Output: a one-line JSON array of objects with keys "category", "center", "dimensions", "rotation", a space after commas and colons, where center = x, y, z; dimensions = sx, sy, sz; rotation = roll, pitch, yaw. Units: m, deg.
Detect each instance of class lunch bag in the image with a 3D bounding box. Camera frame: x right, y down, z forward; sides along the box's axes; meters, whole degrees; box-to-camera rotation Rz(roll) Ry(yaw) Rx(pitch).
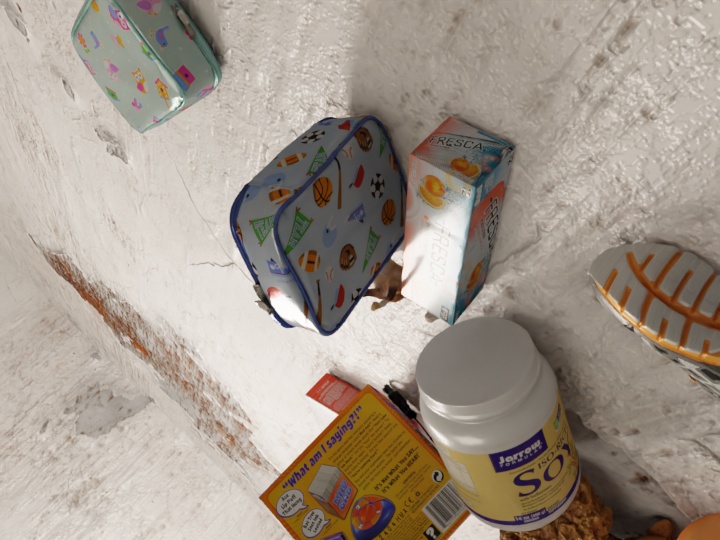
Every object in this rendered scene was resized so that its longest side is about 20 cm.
[{"category": "lunch bag", "center": [-0.254, -0.255, 0.762], "dimensions": [0.200, 0.077, 0.161], "rotation": [-4, 123, 55]}, {"category": "lunch bag", "center": [-0.030, -0.040, 0.616], "dimensions": [0.075, 0.200, 0.161], "rotation": [9, 135, 36]}]

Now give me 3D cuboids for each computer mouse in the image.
[{"category": "computer mouse", "center": [0.110, 0.237, 0.974], "dimensions": [0.200, 0.034, 0.059], "rotation": [44, 174, 14]}]

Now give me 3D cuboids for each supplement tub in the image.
[{"category": "supplement tub", "center": [0.148, 0.164, 0.702], "dimensions": [0.145, 0.145, 0.200], "rotation": [13, 138, 45]}]

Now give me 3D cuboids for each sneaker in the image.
[{"category": "sneaker", "center": [0.259, 0.053, 0.490], "dimensions": [0.200, 0.078, 0.077], "rotation": [36, 159, 20]}]

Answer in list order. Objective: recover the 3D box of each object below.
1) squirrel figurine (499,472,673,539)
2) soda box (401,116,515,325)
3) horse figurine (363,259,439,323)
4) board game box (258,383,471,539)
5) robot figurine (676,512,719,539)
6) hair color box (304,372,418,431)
[{"category": "squirrel figurine", "center": [0.275, 0.336, 0.774], "dimensions": [0.200, 0.142, 0.187], "rotation": [47, 145, -8]}, {"category": "soda box", "center": [0.085, -0.039, 0.609], "dimensions": [0.068, 0.064, 0.200], "rotation": [32, 150, 23]}, {"category": "horse figurine", "center": [0.000, 0.000, 0.738], "dimensions": [0.200, 0.132, 0.050], "rotation": [33, 120, 31]}, {"category": "board game box", "center": [0.025, 0.305, 0.883], "dimensions": [0.200, 0.200, 0.200], "rotation": [43, 175, 19]}, {"category": "robot figurine", "center": [0.372, 0.319, 0.636], "dimensions": [0.144, 0.117, 0.200], "rotation": [4, 131, 50]}, {"category": "hair color box", "center": [0.008, 0.263, 1.103], "dimensions": [0.200, 0.064, 0.111], "rotation": [24, 144, 37]}]
